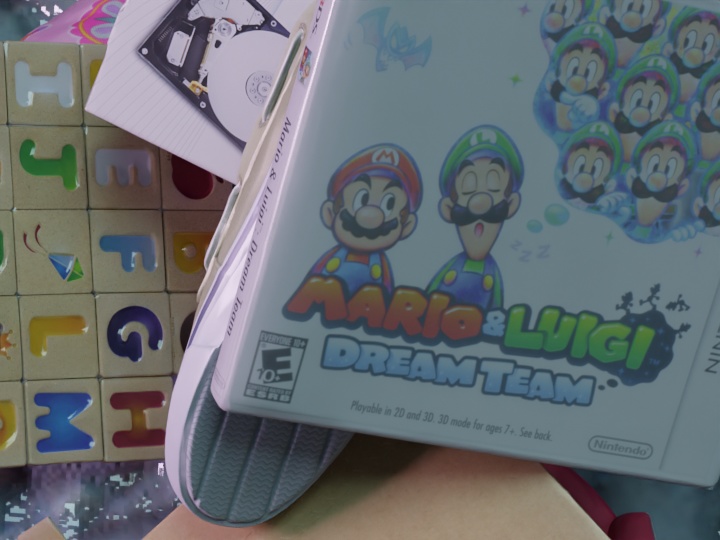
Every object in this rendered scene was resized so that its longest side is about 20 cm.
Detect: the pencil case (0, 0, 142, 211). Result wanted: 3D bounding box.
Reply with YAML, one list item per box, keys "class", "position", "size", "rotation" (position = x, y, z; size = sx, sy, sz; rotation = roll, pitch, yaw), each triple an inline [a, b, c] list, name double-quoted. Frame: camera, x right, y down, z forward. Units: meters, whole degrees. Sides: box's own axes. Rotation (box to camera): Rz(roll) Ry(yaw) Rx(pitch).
- class: "pencil case"
  position: [-0.093, -0.089, 1.174]
  size: [0.087, 0.088, 0.200]
  rotation: [38, 55, 15]

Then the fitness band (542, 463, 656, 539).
- class: "fitness band"
  position: [0.050, 0.149, 1.067]
  size: [0.142, 0.038, 0.201]
  rotation: [0, 54, -10]

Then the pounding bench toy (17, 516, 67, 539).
- class: "pounding bench toy"
  position: [-0.137, 0.158, 0.941]
  size: [0.156, 0.124, 0.200]
  rotation: [-33, 67, -16]

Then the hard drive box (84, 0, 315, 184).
- class: "hard drive box"
  position: [0.019, -0.094, 1.045]
  size: [0.199, 0.157, 0.077]
  rotation: [25, 25, 4]

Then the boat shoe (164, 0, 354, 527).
- class: "boat shoe"
  position: [-0.021, -0.004, 1.003]
  size: [0.072, 0.201, 0.062]
  rotation: [16, 15, -26]

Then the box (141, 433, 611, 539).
- class: "box"
  position: [-0.007, 0.138, 1.014]
  size: [0.200, 0.021, 0.164]
  rotation: [-42, 70, -5]

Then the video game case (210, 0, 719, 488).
- class: "video game case"
  position: [0.063, -0.021, 0.972]
  size: [0.199, 0.183, 0.024]
  rotation: [10, 17, -20]

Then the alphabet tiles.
- class: "alphabet tiles"
  position: [-0.135, -0.007, 1.079]
  size: [0.199, 0.006, 0.168]
  rotation: [-1, 84, -32]
